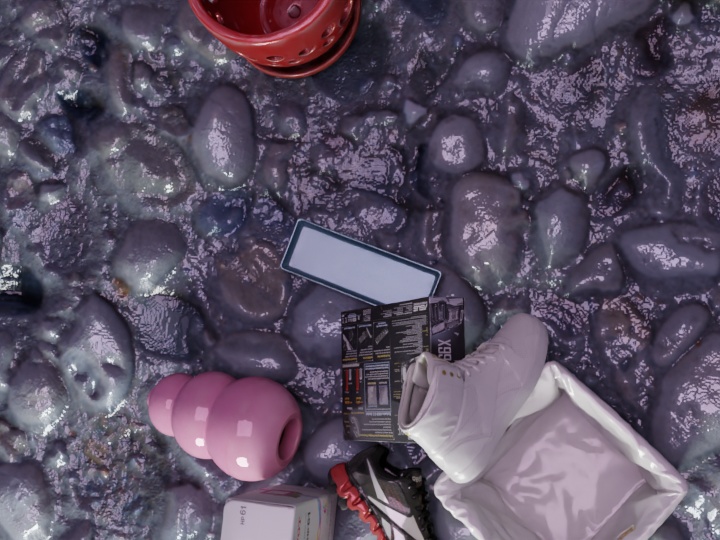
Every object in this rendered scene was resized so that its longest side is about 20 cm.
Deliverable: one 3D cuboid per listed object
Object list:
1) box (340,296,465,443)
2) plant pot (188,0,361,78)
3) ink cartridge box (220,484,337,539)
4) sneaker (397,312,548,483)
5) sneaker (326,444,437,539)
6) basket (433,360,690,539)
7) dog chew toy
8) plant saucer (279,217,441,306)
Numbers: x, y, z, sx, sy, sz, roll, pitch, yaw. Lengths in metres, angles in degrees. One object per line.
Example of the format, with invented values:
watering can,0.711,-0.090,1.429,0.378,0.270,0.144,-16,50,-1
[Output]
box,0.046,0.117,1.226,0.049,0.200,0.159,3,81,-30
plant pot,-0.094,-0.345,1.312,0.199,0.182,0.202,-2,83,14
ink cartridge box,-0.093,0.328,1.220,0.084,0.200,0.146,4,84,14
sneaker,0.115,0.105,1.109,0.116,0.073,0.201,43,65,-25
sneaker,0.052,0.289,1.257,0.098,0.071,0.201,-43,75,7
basket,0.220,0.234,1.178,0.200,0.161,0.198,43,94,14
dog chew toy,-0.173,0.180,1.303,0.199,0.124,0.126,12,86,22
plant saucer,0.000,0.000,1.333,0.199,0.019,0.070,21,88,16
